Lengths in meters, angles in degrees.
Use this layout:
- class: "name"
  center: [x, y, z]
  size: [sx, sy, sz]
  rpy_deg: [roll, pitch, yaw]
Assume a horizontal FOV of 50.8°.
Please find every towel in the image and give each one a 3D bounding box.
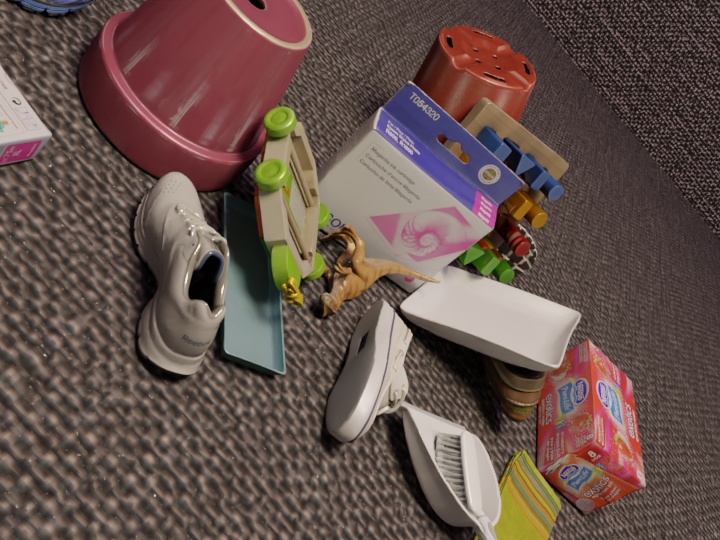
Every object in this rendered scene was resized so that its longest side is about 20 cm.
- class: "towel"
  center: [0.176, 0.283, 0.837]
  size: [0.086, 0.018, 0.200]
  rpy_deg: [52, 32, 1]

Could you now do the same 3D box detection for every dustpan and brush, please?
- class: "dustpan and brush"
  center: [0.110, 0.231, 0.756]
  size: [0.139, 0.057, 0.202]
  rpy_deg: [30, 44, -44]

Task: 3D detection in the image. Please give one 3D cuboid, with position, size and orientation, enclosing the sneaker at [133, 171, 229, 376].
- class: "sneaker"
  center: [-0.145, -0.011, 0.655]
  size: [0.074, 0.087, 0.202]
  rpy_deg: [17, 44, -39]

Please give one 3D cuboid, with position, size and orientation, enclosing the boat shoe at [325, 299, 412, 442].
- class: "boat shoe"
  center: [0.020, 0.109, 0.768]
  size: [0.070, 0.071, 0.201]
  rpy_deg: [40, 26, -12]

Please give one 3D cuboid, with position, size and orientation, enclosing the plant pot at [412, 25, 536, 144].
- class: "plant pot"
  center: [0.141, -0.221, 1.077]
  size: [0.198, 0.196, 0.202]
  rpy_deg: [15, 42, -14]

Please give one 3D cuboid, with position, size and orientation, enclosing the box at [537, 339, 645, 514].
- class: "box"
  center: [0.301, 0.203, 1.006]
  size: [0.100, 0.095, 0.201]
  rpy_deg: [41, 33, -14]

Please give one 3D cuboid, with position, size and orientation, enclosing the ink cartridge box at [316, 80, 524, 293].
- class: "ink cartridge box"
  center: [0.057, -0.086, 0.883]
  size: [0.195, 0.200, 0.044]
  rpy_deg: [34, 35, -24]

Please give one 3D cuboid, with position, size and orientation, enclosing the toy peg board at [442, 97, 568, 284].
- class: "toy peg board"
  center: [0.181, -0.088, 1.023]
  size: [0.199, 0.200, 0.098]
  rpy_deg: [24, 25, -40]

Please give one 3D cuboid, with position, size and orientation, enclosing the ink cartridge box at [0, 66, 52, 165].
- class: "ink cartridge box"
  center: [-0.344, -0.123, 0.557]
  size: [0.120, 0.042, 0.200]
  rpy_deg: [53, 29, 2]

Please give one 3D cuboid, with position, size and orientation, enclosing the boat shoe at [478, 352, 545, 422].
- class: "boat shoe"
  center: [0.179, 0.116, 0.969]
  size: [0.071, 0.069, 0.201]
  rpy_deg: [8, 23, -2]

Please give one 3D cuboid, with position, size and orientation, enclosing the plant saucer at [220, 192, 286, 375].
- class: "plant saucer"
  center: [-0.110, 0.011, 0.744]
  size: [0.069, 0.019, 0.202]
  rpy_deg: [27, 40, -35]

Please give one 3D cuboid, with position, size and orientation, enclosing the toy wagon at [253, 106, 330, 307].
- class: "toy wagon"
  center: [-0.070, -0.055, 0.759]
  size: [0.156, 0.039, 0.202]
  rpy_deg: [71, 19, -52]

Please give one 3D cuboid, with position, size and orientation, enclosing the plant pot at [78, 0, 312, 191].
- class: "plant pot"
  center: [-0.151, -0.211, 0.763]
  size: [0.199, 0.179, 0.202]
  rpy_deg: [33, 36, -28]

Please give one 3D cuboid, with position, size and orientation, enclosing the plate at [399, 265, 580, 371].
- class: "plate"
  center: [0.166, 0.062, 0.953]
  size: [0.198, 0.033, 0.199]
  rpy_deg: [20, 23, 17]

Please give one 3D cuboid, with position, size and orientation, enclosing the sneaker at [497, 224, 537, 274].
- class: "sneaker"
  center: [0.206, -0.081, 1.195]
  size: [0.200, 0.077, 0.085]
  rpy_deg: [44, 27, -12]

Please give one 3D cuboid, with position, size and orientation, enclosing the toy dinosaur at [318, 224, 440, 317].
- class: "toy dinosaur"
  center: [0.000, 0.000, 0.875]
  size: [0.199, 0.060, 0.107]
  rpy_deg: [-24, 92, -48]

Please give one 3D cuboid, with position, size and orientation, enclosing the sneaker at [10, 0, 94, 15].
- class: "sneaker"
  center: [-0.334, -0.310, 0.721]
  size: [0.199, 0.078, 0.076]
  rpy_deg: [8, 52, -48]
